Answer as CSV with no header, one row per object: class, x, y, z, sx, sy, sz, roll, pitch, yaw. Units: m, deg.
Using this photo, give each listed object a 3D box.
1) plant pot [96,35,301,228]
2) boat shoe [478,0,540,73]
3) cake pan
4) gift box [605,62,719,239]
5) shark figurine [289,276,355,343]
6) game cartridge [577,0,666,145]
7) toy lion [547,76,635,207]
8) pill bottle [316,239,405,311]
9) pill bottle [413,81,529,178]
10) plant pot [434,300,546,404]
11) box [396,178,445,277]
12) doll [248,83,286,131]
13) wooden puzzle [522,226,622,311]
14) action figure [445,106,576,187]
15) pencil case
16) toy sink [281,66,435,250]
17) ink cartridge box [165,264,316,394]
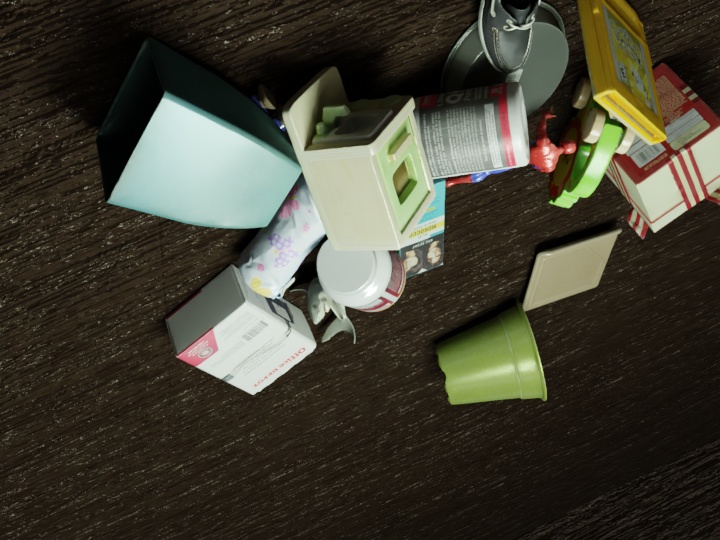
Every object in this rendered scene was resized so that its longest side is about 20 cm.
plant pot,-0.177,-0.140,0.952,0.198,0.142,0.142,19,119,-35
boat shoe,0.192,-0.335,1.025,0.073,0.061,0.203,-11,126,-13
cake pan,0.208,-0.280,1.161,0.197,0.037,0.202,-18,143,-14
gift box,0.486,-0.178,1.337,0.183,0.202,0.186,-32,146,14
shark figurine,-0.068,0.046,1.360,0.088,0.131,0.215,-5,164,11
game cartridge,0.350,-0.290,1.111,0.032,0.204,0.175,-18,155,38
toy lion,0.333,-0.175,1.250,0.068,0.201,0.194,16,122,-3
pill bottle,0.000,0.000,1.239,0.112,0.114,0.200,-33,168,7
pill bottle,0.123,-0.183,1.114,0.196,0.112,0.111,-6,147,16
plant pot,0.251,0.184,1.643,0.187,0.202,0.201,-16,144,4
box,0.088,-0.076,1.316,0.081,0.050,0.201,-20,143,-11
doll,-0.174,-0.143,1.062,0.199,0.049,0.136,-37,134,13
wooden puzzle,0.408,-0.005,1.630,0.182,0.038,0.201,-17,147,-16
action figure,0.224,-0.182,1.233,0.197,0.100,0.066,-5,126,26
pencil case,-0.097,-0.052,1.189,0.082,0.091,0.201,14,126,-41
toy sink,0.007,-0.144,1.032,0.110,0.131,0.202,0,125,31
ink cartridge box,-0.186,0.099,1.317,0.144,0.085,0.200,-37,142,12
